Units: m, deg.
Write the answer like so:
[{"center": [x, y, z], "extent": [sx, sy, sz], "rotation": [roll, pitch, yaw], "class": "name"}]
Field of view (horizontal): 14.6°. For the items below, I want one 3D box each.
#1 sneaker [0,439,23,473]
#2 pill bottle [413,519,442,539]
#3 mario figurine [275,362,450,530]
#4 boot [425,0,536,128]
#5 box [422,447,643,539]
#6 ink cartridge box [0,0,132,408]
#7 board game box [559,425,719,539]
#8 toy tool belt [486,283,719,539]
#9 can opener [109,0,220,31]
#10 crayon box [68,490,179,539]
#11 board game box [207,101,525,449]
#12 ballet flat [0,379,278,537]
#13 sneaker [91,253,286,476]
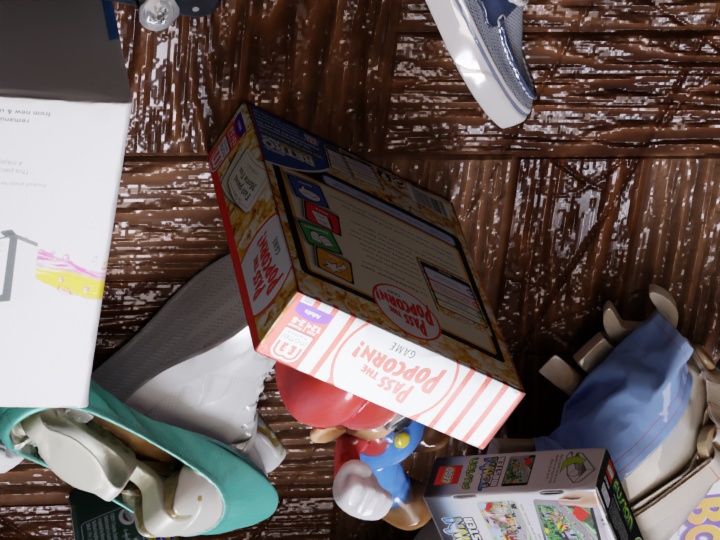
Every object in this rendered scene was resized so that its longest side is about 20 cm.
[{"center": [-0.300, 0.094, 1.649], "extent": [0.200, 0.078, 0.099], "rotation": [28, 117, -26], "class": "sneaker"}, {"center": [0.024, 0.252, 1.745], "extent": [0.112, 0.200, 0.112], "rotation": [24, 146, 18], "class": "pill bottle"}, {"center": [0.023, 0.089, 1.650], "extent": [0.106, 0.123, 0.200], "rotation": [-26, 154, 3], "class": "mario figurine"}, {"center": [0.078, -0.172, 1.550], "extent": [0.090, 0.073, 0.200], "rotation": [-22, 124, 10], "class": "boot"}, {"center": [0.121, 0.190, 1.681], "extent": [0.110, 0.035, 0.200], "rotation": [-4, 130, 24], "class": "box"}, {"center": [-0.213, -0.046, 1.529], "extent": [0.145, 0.147, 0.200], "rotation": [3, 123, -14], "class": "ink cartridge box"}, {"center": [0.215, 0.149, 1.824], "extent": [0.200, 0.030, 0.096], "rotation": [3, 122, -17], "class": "board game box"}, {"center": [0.173, 0.077, 1.704], "extent": [0.123, 0.125, 0.200], "rotation": [37, 95, -25], "class": "toy tool belt"}, {"center": [-0.161, -0.174, 1.491], "extent": [0.200, 0.079, 0.063], "rotation": [5, 136, -24], "class": "can opener"}, {"center": [-0.114, 0.238, 1.752], "extent": [0.052, 0.126, 0.200], "rotation": [-22, 125, 3], "class": "crayon box"}, {"center": [0.000, 0.000, 1.572], "extent": [0.151, 0.200, 0.046], "rotation": [25, 115, -25], "class": "board game box"}, {"center": [-0.134, 0.117, 1.632], "extent": [0.200, 0.070, 0.067], "rotation": [32, 124, -26], "class": "ballet flat"}, {"center": [-0.074, 0.068, 1.685], "extent": [0.200, 0.074, 0.116], "rotation": [-38, 125, 25], "class": "sneaker"}]
